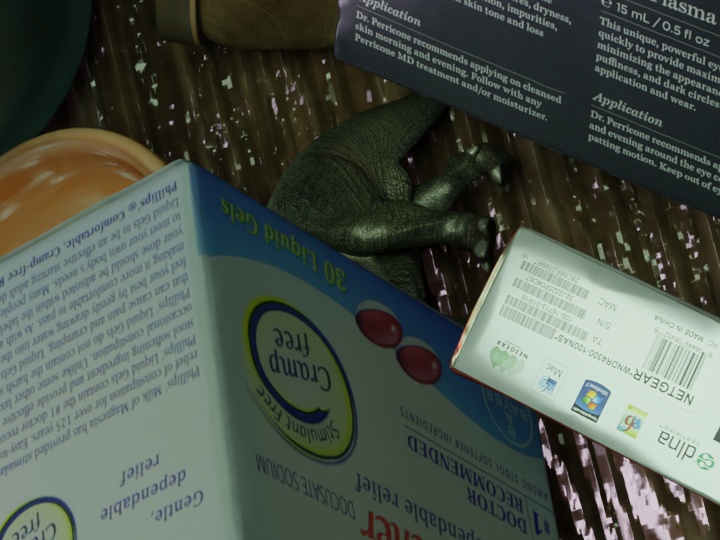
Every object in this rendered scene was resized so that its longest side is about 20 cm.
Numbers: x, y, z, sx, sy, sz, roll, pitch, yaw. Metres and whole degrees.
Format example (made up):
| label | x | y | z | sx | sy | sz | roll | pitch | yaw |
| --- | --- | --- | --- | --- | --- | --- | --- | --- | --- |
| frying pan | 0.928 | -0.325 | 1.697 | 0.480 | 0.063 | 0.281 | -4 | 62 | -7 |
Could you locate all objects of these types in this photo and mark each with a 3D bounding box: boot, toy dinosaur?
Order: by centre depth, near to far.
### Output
| label | x | y | z | sx | sy | sz | roll | pitch | yaw |
| --- | --- | --- | --- | --- | --- | --- | --- | --- | --- |
| boot | -0.029 | -0.159 | 1.015 | 0.075 | 0.201 | 0.074 | 11 | 46 | 9 |
| toy dinosaur | 0.000 | 0.000 | 1.021 | 0.102 | 0.077 | 0.201 | 0 | 84 | 15 |

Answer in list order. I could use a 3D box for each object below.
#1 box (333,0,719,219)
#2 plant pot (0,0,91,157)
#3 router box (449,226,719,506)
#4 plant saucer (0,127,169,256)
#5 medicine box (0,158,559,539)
| label | x | y | z | sx | sy | sz | roll | pitch | yaw |
| --- | --- | --- | --- | --- | --- | --- | --- | --- | --- |
| box | 0.102 | -0.131 | 0.935 | 0.199 | 0.104 | 0.183 | 25 | 136 | 23 |
| plant pot | -0.200 | -0.116 | 1.054 | 0.199 | 0.188 | 0.201 | -7 | 74 | 25 |
| router box | 0.148 | 0.062 | 0.893 | 0.199 | 0.179 | 0.049 | 26 | 91 | 24 |
| plant saucer | -0.110 | 0.050 | 1.046 | 0.200 | 0.037 | 0.201 | -20 | 61 | 41 |
| medicine box | -0.023 | 0.101 | 0.863 | 0.103 | 0.182 | 0.201 | -28 | 53 | 26 |
